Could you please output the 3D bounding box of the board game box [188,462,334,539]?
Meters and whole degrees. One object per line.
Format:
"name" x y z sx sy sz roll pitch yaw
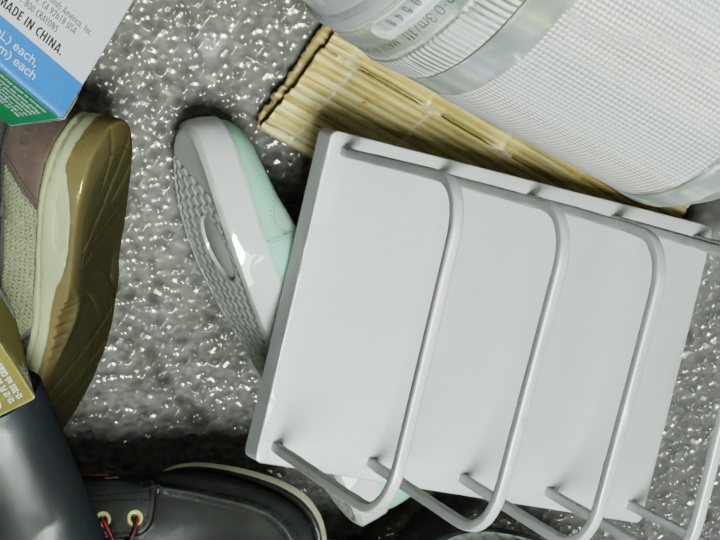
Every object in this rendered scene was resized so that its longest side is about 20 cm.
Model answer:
"board game box" -0.057 0.210 0.945 0.199 0.057 0.165 33 112 -27

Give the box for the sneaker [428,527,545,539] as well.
"sneaker" 0.019 0.204 0.879 0.200 0.077 0.147 -5 132 -32

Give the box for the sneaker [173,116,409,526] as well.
"sneaker" 0.000 0.000 0.811 0.118 0.074 0.202 -32 112 -14

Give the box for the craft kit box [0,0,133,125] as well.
"craft kit box" -0.130 -0.186 0.593 0.200 0.048 0.199 41 68 -30

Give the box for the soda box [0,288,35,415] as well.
"soda box" -0.194 -0.024 0.661 0.067 0.064 0.201 -26 128 -2

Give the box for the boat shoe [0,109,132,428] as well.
"boat shoe" -0.145 0.004 0.786 0.066 0.072 0.202 26 134 8

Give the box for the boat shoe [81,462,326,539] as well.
"boat shoe" -0.116 0.128 0.832 0.199 0.063 0.075 0 96 14

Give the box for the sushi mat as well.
"sushi mat" 0.059 -0.055 0.807 0.199 0.012 0.096 28 114 -26

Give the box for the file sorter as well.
"file sorter" 0.079 0.037 0.746 0.198 0.124 0.140 12 94 -27

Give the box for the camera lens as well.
"camera lens" 0.082 -0.127 0.670 0.199 0.161 0.160 25 117 -24

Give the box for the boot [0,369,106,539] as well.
"boot" -0.115 0.122 0.745 0.198 0.076 0.170 -5 113 32
